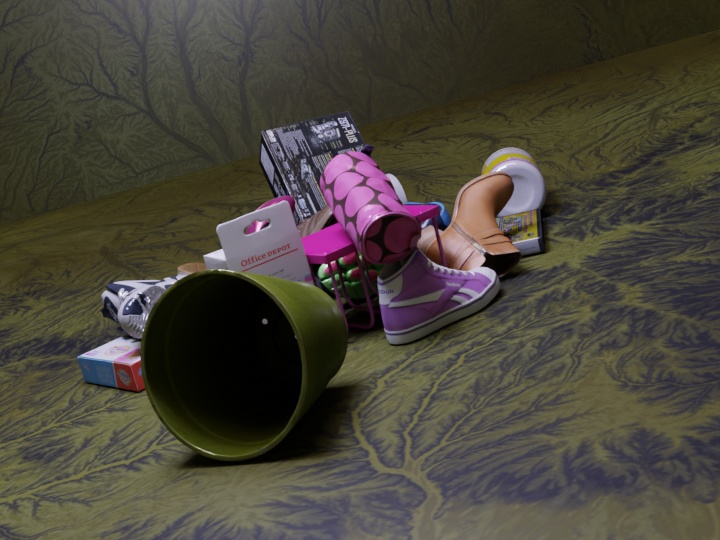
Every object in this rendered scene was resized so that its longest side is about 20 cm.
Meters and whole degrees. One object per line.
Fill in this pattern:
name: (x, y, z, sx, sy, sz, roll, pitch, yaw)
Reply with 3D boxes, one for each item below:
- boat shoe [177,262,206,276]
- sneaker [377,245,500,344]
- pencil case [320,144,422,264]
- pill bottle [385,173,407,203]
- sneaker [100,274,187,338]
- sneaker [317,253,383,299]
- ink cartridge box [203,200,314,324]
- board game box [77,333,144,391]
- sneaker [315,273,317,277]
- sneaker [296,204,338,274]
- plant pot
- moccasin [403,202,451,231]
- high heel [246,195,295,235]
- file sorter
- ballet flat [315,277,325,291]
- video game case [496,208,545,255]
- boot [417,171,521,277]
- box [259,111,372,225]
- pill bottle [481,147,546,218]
boat shoe: (-0.194, 0.047, 1.737, 0.199, 0.070, 0.074, 20, 23, 30)
sneaker: (0.103, 0.007, 1.488, 0.200, 0.115, 0.072, -25, 16, -40)
pencil case: (0.016, -0.083, 1.486, 0.093, 0.091, 0.200, 14, 26, -25)
pill bottle: (-0.023, -0.095, 2.016, 0.199, 0.115, 0.114, -20, 15, -19)
sneaker: (-0.326, 0.058, 1.634, 0.129, 0.080, 0.199, -12, 14, 18)
sneaker: (0.000, 0.000, 1.728, 0.083, 0.077, 0.199, -11, 3, 39)
ink cartridge box: (-0.126, 0.019, 1.493, 0.116, 0.202, 0.067, -22, 16, -30)
board game box: (-0.280, 0.108, 1.641, 0.199, 0.041, 0.152, -26, 17, -37)
sneaker: (-0.074, -0.008, 1.826, 0.086, 0.075, 0.200, -14, 14, -21)
sneaker: (-0.070, -0.058, 1.718, 0.200, 0.070, 0.075, -50, 51, -5)
plant pot: (-0.107, 0.088, 1.280, 0.199, 0.202, 0.193, -8, 3, 24)
moccasin: (0.072, -0.071, 1.833, 0.068, 0.081, 0.200, -30, 2, -22)
high heel: (-0.137, -0.027, 1.677, 0.096, 0.068, 0.200, 18, 56, 40)
file sorter: (0.006, 0.000, 1.584, 0.199, 0.126, 0.139, -24, 17, -32)
ballet flat: (-0.122, 0.056, 1.619, 0.066, 0.057, 0.200, -37, -6, 38)
video game case: (0.194, -0.046, 1.783, 0.179, 0.026, 0.200, -12, 13, 11)
boot: (0.183, -0.054, 1.654, 0.200, 0.074, 0.154, -42, 36, -12)
box: (-0.062, -0.153, 1.928, 0.163, 0.201, 0.086, -16, -31, -18)
pill bottle: (0.258, -0.151, 1.960, 0.103, 0.105, 0.200, -13, 14, 8)
